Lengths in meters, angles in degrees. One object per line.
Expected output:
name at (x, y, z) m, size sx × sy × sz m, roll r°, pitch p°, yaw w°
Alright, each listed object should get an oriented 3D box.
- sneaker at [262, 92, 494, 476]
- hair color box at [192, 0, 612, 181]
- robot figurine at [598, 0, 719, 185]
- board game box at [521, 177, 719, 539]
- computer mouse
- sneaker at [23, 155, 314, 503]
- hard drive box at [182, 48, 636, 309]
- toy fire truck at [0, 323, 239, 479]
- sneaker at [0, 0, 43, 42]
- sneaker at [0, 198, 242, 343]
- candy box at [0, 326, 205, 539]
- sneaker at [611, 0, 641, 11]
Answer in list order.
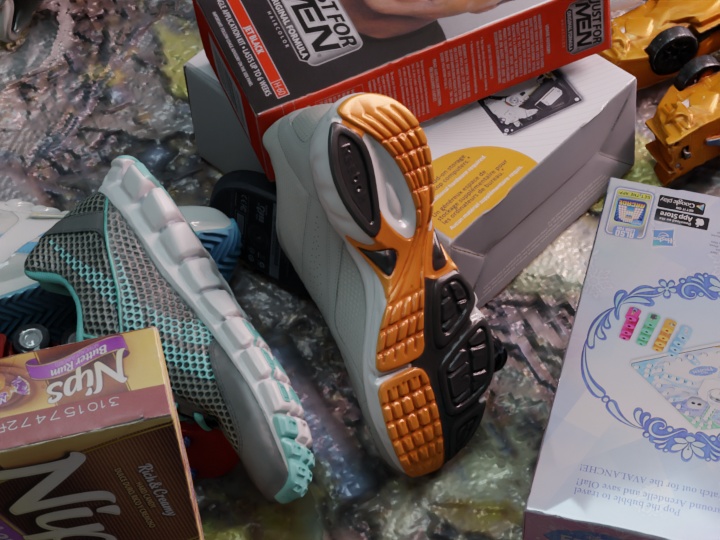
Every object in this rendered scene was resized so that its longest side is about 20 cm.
sneaker at (0.004, 0.006, 1.253) m, size 0.076 × 0.200 × 0.092 m, roll -20°, pitch 14°, yaw -32°
hair color box at (0.022, -0.134, 1.310) m, size 0.200 × 0.061 × 0.102 m, roll -22°, pitch 56°, yaw -9°
robot figurine at (0.233, -0.131, 1.395) m, size 0.200 × 0.058 × 0.145 m, roll -24°, pitch 54°, yaw -13°
board game box at (0.197, 0.062, 1.196) m, size 0.200 × 0.043 × 0.199 m, roll 12°, pitch 56°, yaw 10°
computer mouse at (0.000, 0.000, 1.315) m, size 0.200 × 0.059 × 0.034 m, roll 32°, pitch 45°, yaw 25°
sneaker at (-0.096, 0.043, 1.226) m, size 0.091 × 0.078 × 0.200 m, roll -34°, pitch 66°, yaw 0°
hard drive box at (0.028, -0.084, 1.365) m, size 0.200 × 0.077 × 0.156 m, roll 34°, pitch 61°, yaw 28°
toy fire truck at (-0.154, 0.098, 1.253) m, size 0.200 × 0.049 × 0.141 m, roll 2°, pitch 53°, yaw 4°
sneaker at (-0.239, -0.180, 1.467) m, size 0.200 × 0.078 × 0.099 m, roll -12°, pitch 89°, yaw 18°
sneaker at (-0.163, -0.005, 1.319) m, size 0.200 × 0.077 × 0.081 m, roll -14°, pitch 50°, yaw -8°
candy box at (-0.133, 0.116, 1.140) m, size 0.117 × 0.200 × 0.056 m, roll -11°, pitch 52°, yaw -4°
sneaker at (0.078, -0.218, 1.395) m, size 0.200 × 0.099 × 0.071 m, roll 30°, pitch 60°, yaw 22°
